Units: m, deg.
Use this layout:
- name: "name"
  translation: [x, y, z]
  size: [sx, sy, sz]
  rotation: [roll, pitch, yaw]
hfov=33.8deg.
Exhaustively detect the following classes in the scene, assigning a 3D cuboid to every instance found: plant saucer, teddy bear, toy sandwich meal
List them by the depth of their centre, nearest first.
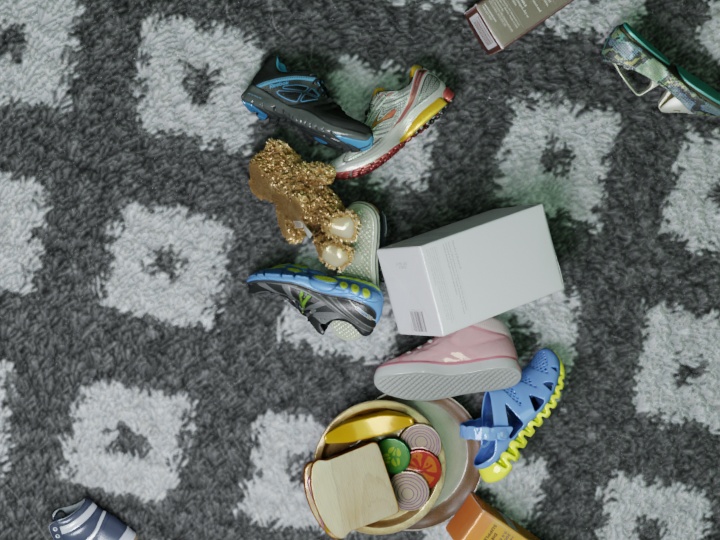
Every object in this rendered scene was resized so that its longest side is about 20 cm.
- name: "teddy bear"
  translation: [-0.065, -0.089, 1.562]
  size: [0.066, 0.199, 0.146]
  rotation: [-29, 132, -29]
- name: "toy sandwich meal"
  translation: [0.020, 0.272, 1.598]
  size: [0.203, 0.070, 0.208]
  rotation: [0, 95, -4]
- name: "plant saucer"
  translation: [0.072, 0.260, 1.651]
  size: [0.198, 0.032, 0.203]
  rotation: [0, 96, -4]

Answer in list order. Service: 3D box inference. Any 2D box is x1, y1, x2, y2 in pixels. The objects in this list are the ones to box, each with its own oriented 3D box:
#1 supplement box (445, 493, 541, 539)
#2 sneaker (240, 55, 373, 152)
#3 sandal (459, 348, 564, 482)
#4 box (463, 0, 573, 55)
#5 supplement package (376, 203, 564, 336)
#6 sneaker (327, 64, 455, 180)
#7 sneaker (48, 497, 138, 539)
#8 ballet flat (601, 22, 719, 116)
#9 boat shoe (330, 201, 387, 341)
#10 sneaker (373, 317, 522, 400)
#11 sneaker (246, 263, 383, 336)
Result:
- name: "supplement box"
  translation: [0.217, 0.394, 1.644]
  size: [0.199, 0.069, 0.067]
  rotation: [35, 92, -18]
- name: "sneaker"
  translation: [-0.063, -0.219, 1.548]
  size: [0.199, 0.073, 0.082]
  rotation: [26, 82, 21]
- name: "sandal"
  translation: [0.205, 0.187, 1.616]
  size: [0.087, 0.079, 0.201]
  rotation: [38, 76, -14]
- name: "box"
  translation: [0.242, -0.373, 1.571]
  size: [0.199, 0.100, 0.075]
  rotation: [-33, 97, -1]
- name: "supplement package"
  translation: [0.145, -0.001, 1.555]
  size: [0.198, 0.121, 0.121]
  rotation: [-19, 97, -26]
- name: "sneaker"
  translation: [0.030, -0.195, 1.592]
  size: [0.200, 0.078, 0.082]
  rotation: [-41, 89, -7]
- name: "sneaker"
  translation: [-0.408, 0.400, 1.608]
  size: [0.108, 0.070, 0.200]
  rotation: [45, 84, -12]
- name: "ballet flat"
  translation: [0.413, -0.257, 1.620]
  size: [0.199, 0.074, 0.075]
  rotation: [36, 92, -5]
- name: "boat shoe"
  translation: [0.000, 0.000, 1.604]
  size: [0.074, 0.062, 0.202]
  rotation: [13, 111, 19]
- name: "sneaker"
  translation: [0.116, 0.112, 1.615]
  size: [0.198, 0.076, 0.105]
  rotation: [-6, 53, 4]
- name: "sneaker"
  translation: [-0.066, 0.041, 1.574]
  size: [0.198, 0.071, 0.084]
  rotation: [14, 107, 20]
